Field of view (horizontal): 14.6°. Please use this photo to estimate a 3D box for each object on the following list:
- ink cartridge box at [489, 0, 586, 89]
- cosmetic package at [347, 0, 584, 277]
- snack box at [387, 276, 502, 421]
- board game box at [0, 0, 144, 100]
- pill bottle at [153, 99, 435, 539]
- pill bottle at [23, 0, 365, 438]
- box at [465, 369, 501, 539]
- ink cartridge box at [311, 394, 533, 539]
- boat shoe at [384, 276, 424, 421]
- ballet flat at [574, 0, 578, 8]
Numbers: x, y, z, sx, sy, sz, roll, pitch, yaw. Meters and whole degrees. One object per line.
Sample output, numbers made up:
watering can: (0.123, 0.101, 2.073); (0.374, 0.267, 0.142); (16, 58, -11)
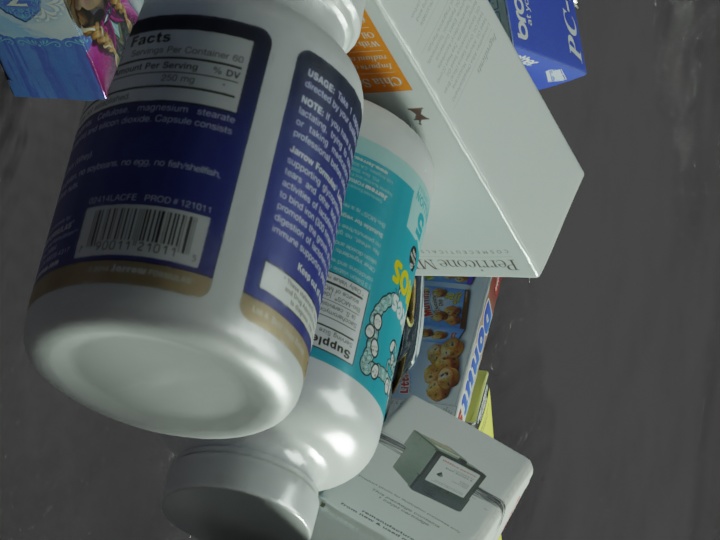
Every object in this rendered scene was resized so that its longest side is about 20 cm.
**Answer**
ink cartridge box: (0.071, -0.205, 1.556); (0.094, 0.044, 0.202); (11, 67, -60)
cosmetic package: (0.019, -0.086, 1.363); (0.200, 0.101, 0.072); (56, 47, -39)
snack box: (0.031, 0.054, 1.629); (0.024, 0.071, 0.201); (76, 24, -48)
board game box: (-0.105, -0.200, 0.989); (0.200, 0.043, 0.201); (69, 31, -51)
pill bottle: (-0.035, 0.025, 1.291); (0.111, 0.110, 0.201); (70, 30, -59)
pill bottle: (-0.061, -0.043, 1.158); (0.116, 0.115, 0.201); (69, 30, -59)
box: (0.047, 0.150, 1.721); (0.050, 0.075, 0.201); (-67, 156, -50)
ink cartridge box: (0.007, 0.168, 1.465); (0.146, 0.084, 0.200); (-63, 172, 18)
boat shoe: (0.000, 0.000, 1.491); (0.091, 0.070, 0.201); (-70, 160, -48)
ballet flat: (0.126, -0.266, 1.900); (0.076, 0.063, 0.202); (-36, 129, -70)
